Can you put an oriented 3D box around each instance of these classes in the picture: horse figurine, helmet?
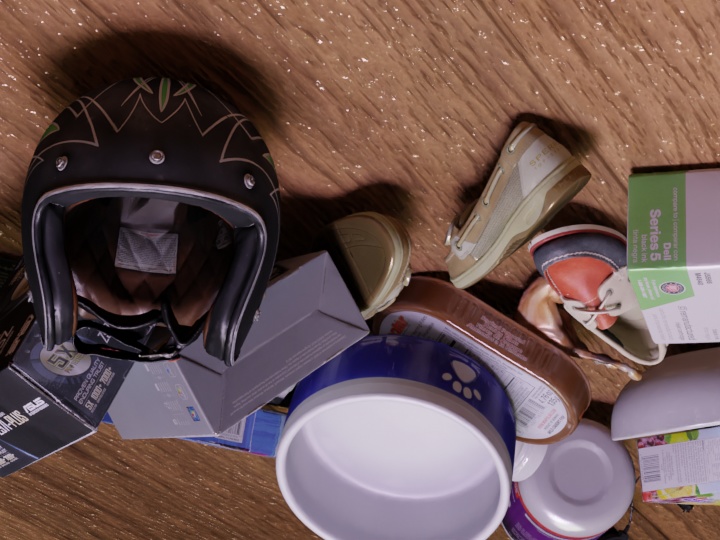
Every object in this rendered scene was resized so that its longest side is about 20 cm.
[{"bbox_3d":[0.150,0.064,1.731,0.132,0.050,0.200,32,152,-24],"label":"horse figurine"},{"bbox_3d":[-0.145,-0.040,1.388,0.199,0.192,0.200,6,-165,-2],"label":"helmet"}]

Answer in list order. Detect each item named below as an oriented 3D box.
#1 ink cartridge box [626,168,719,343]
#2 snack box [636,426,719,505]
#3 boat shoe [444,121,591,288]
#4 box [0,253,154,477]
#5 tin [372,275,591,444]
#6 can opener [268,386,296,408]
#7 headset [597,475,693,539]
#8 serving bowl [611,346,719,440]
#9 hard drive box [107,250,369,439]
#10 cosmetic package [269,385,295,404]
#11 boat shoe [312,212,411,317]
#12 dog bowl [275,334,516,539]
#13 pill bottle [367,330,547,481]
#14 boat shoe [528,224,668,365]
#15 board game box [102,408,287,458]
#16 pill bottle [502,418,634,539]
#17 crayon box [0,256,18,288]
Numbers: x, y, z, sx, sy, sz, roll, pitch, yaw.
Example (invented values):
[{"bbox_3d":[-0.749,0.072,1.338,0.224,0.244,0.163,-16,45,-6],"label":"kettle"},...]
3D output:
[{"bbox_3d":[0.308,-0.012,1.495,0.199,0.085,0.146,-3,155,17],"label":"ink cartridge box"},{"bbox_3d":[0.388,0.180,1.889,0.199,0.068,0.168,-15,165,35],"label":"snack box"},{"bbox_3d":[0.105,-0.047,1.493,0.063,0.073,0.201,49,156,4],"label":"boat shoe"},{"bbox_3d":[-0.231,0.043,1.559,0.086,0.201,0.163,40,145,-18],"label":"box"},{"bbox_3d":[0.102,0.078,1.701,0.199,0.042,0.112,31,141,-1],"label":"tin"},{"bbox_3d":[-0.088,0.108,1.849,0.199,0.067,0.054,10,120,-6],"label":"can opener"},{"bbox_3d":[0.259,0.280,2.130,0.094,0.124,0.200,23,130,-38],"label":"headset"},{"bbox_3d":[0.312,0.102,1.741,0.199,0.066,0.200,-8,173,-1],"label":"serving bowl"},{"bbox_3d":[-0.110,0.062,1.581,0.155,0.077,0.200,-33,-171,-27],"label":"hard drive box"},{"bbox_3d":[-0.151,0.055,1.747,0.199,0.072,0.101,11,156,-13],"label":"cosmetic package"},{"bbox_3d":[0.001,0.002,1.598,0.063,0.073,0.201,-24,164,-27],"label":"boat shoe"},{"bbox_3d":[0.032,0.152,1.694,0.199,0.079,0.201,6,131,7],"label":"dog bowl"},{"bbox_3d":[0.074,0.132,1.828,0.199,0.113,0.112,19,152,-31],"label":"pill bottle"},{"bbox_3d":[0.195,0.019,1.594,0.071,0.063,0.200,-16,153,24],"label":"boat shoe"},{"bbox_3d":[-0.109,0.147,1.874,0.199,0.044,0.199,7,175,40],"label":"board game box"},{"bbox_3d":[0.197,0.220,1.972,0.112,0.113,0.200,6,162,-4],"label":"pill bottle"},{"bbox_3d":[-0.343,0.071,1.759,0.125,0.052,0.200,15,130,-22],"label":"crayon box"}]
